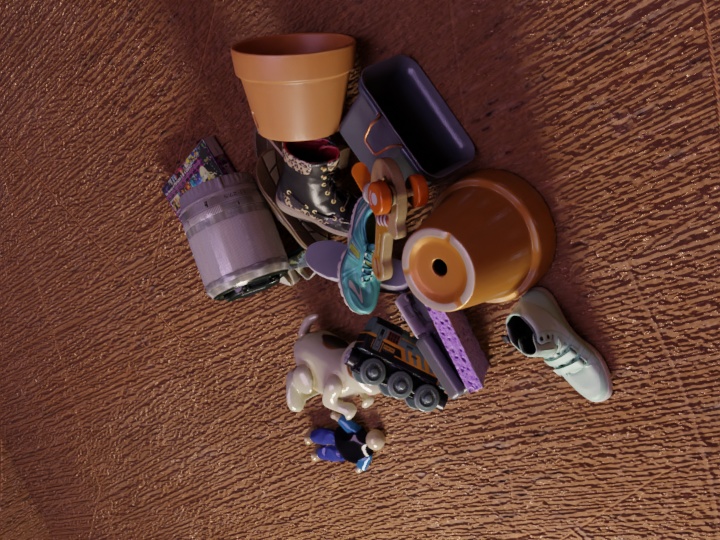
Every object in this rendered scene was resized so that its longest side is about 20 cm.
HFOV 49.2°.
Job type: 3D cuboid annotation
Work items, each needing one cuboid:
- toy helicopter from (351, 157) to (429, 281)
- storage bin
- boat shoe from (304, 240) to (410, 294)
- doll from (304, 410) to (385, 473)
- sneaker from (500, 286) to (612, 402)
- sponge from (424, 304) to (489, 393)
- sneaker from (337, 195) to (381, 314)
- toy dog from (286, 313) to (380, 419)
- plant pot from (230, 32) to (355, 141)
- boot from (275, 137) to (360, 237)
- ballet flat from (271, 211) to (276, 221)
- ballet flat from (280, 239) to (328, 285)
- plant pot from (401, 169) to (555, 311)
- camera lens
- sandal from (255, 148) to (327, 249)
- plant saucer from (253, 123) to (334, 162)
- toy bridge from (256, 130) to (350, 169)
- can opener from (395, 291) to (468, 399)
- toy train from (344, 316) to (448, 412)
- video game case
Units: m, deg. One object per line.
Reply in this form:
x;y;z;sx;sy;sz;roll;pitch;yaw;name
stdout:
0.032;-0.076;1.181;0.133;0.078;0.202;-128;33;-46;toy helicopter
0.054;-0.202;1.221;0.201;0.145;0.134;55;143;6;storage bin
0.000;0.000;1.375;0.197;0.071;0.066;10;158;13;boat shoe
-0.031;0.344;1.588;0.198;0.048;0.138;-13;102;43;doll
0.289;0.131;1.176;0.201;0.118;0.074;53;131;6;sneaker
0.151;0.089;1.278;0.030;0.111;0.202;-26;92;19;sponge
0.010;-0.025;1.276;0.080;0.076;0.203;-148;62;-70;sneaker
-0.025;0.176;1.468;0.198;0.139;0.197;-5;87;40;toy dog
-0.102;-0.293;1.260;0.198;0.199;0.142;15;120;34;plant pot
-0.049;-0.140;1.312;0.198;0.074;0.151;20;145;8;boot
-0.212;-0.062;1.517;0.067;0.046;0.202;21;102;-3;ballet flat
-0.127;-0.007;1.500;0.199;0.074;0.075;-22;95;45;ballet flat
0.162;-0.030;1.166;0.198;0.183;0.203;17;119;33;plant pot
-0.227;-0.056;1.418;0.159;0.159;0.202;-26;84;43;camera lens
-0.130;-0.122;1.417;0.202;0.080;0.054;59;155;-3;sandal
-0.115;-0.216;1.421;0.198;0.029;0.203;18;120;33;plant saucer
-0.106;-0.215;1.376;0.198;0.027;0.068;26;125;28;toy bridge
0.124;0.116;1.308;0.066;0.052;0.202;-41;72;43;can opener
0.072;0.162;1.344;0.198;0.115;0.085;26;170;-10;toy train
-0.311;-0.144;1.612;0.200;0.036;0.182;-37;86;43;video game case
